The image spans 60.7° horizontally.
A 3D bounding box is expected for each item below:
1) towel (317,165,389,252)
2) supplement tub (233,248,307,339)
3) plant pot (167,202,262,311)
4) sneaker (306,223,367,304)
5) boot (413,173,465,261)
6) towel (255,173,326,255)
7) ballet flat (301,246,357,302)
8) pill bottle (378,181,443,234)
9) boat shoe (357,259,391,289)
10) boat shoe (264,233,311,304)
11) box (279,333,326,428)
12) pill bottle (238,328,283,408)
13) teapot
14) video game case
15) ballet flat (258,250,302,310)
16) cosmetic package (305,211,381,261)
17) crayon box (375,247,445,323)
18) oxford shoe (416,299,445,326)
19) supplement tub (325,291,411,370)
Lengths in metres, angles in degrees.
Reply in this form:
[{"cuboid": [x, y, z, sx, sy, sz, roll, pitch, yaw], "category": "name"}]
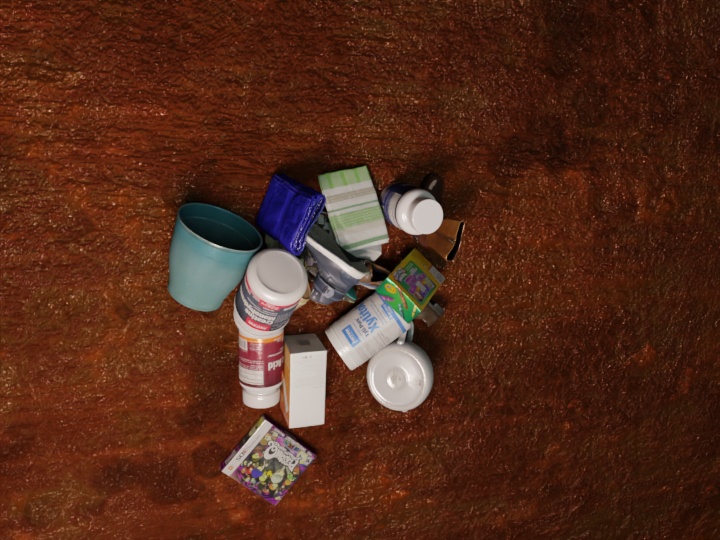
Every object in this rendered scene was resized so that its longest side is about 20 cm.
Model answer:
[{"cuboid": [-0.018, -0.151, 1.521, 0.147, 0.031, 0.204, -14, 84, -29], "category": "towel"}, {"cuboid": [-0.211, 0.057, 1.408, 0.138, 0.143, 0.201, 8, 144, -21], "category": "supplement tub"}, {"cuboid": [-0.348, -0.021, 1.405, 0.197, 0.201, 0.190, 17, 114, -23], "category": "plant pot"}, {"cuboid": [-0.103, -0.011, 1.463, 0.202, 0.077, 0.146, 41, 119, -4], "category": "sneaker"}, {"cuboid": [0.202, -0.140, 1.556, 0.067, 0.200, 0.192, 15, 100, -22], "category": "boot"}, {"cuboid": [-0.171, -0.138, 1.420, 0.049, 0.199, 0.150, 23, 97, -41], "category": "towel"}, {"cuboid": [-0.091, 0.018, 1.577, 0.072, 0.072, 0.201, -43, 114, -4], "category": "ballet flat"}, {"cuboid": [0.126, -0.152, 1.525, 0.109, 0.200, 0.113, -5, 107, -18], "category": "pill bottle"}, {"cuboid": [0.000, 0.000, 1.565, 0.198, 0.072, 0.074, 8, 70, -41], "category": "boat shoe"}, {"cuboid": [-0.166, -0.015, 1.495, 0.074, 0.066, 0.203, -34, 101, -54], "category": "boat shoe"}, {"cuboid": [-0.150, 0.282, 1.589, 0.096, 0.124, 0.204, -2, 105, -19], "category": "box"}, {"cuboid": [-0.249, 0.232, 1.544, 0.112, 0.114, 0.204, -3, 106, -19], "category": "pill bottle"}, {"cuboid": [0.116, 0.271, 1.676, 0.200, 0.146, 0.198, -42, 84, 20], "category": "teapot"}, {"cuboid": [-0.247, 0.516, 1.667, 0.182, 0.036, 0.200, -48, 115, -1], "category": "video game case"}, {"cuboid": [-0.215, 0.031, 1.529, 0.067, 0.068, 0.200, -40, 113, 7], "category": "ballet flat"}, {"cuboid": [-0.043, -0.088, 1.543, 0.196, 0.051, 0.084, 11, 64, -23], "category": "cosmetic package"}, {"cuboid": [0.130, 0.035, 1.568, 0.119, 0.200, 0.058, 45, 125, 2], "category": "crayon box"}, {"cuboid": [0.143, 0.089, 1.670, 0.199, 0.073, 0.085, 40, 92, -24], "category": "oxford shoe"}, {"cuboid": [0.022, 0.150, 1.603, 0.199, 0.132, 0.133, -36, 114, -3], "category": "supplement tub"}]
